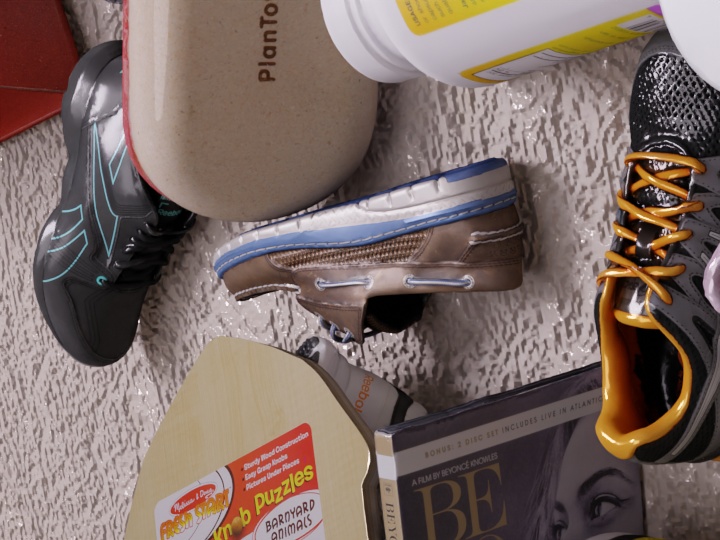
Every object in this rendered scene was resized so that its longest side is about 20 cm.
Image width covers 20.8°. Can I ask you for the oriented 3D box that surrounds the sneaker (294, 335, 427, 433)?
[{"bbox_3d":[-0.031,0.108,1.066,0.080,0.074,0.200,26,149,-11],"label":"sneaker"}]

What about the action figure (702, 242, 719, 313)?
[{"bbox_3d":[0.247,0.039,0.708,0.134,0.149,0.200,-52,50,34],"label":"action figure"}]

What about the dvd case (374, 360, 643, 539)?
[{"bbox_3d":[0.078,0.153,0.906,0.016,0.149,0.200,5,105,52],"label":"dvd case"}]

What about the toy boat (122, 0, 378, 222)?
[{"bbox_3d":[-0.063,-0.128,1.016,0.131,0.130,0.200,-128,39,-66],"label":"toy boat"}]

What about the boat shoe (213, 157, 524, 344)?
[{"bbox_3d":[0.000,0.000,1.001,0.200,0.072,0.072,-15,92,47],"label":"boat shoe"}]

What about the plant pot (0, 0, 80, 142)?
[{"bbox_3d":[-0.307,-0.171,1.200,0.200,0.200,0.176,-17,76,47],"label":"plant pot"}]

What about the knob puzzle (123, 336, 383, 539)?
[{"bbox_3d":[-0.051,0.126,0.969,0.220,0.030,0.220,-18,65,45],"label":"knob puzzle"}]

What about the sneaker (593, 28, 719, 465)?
[{"bbox_3d":[0.139,-0.007,0.850,0.078,0.077,0.200,7,105,47],"label":"sneaker"}]

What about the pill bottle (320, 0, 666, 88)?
[{"bbox_3d":[0.073,-0.141,0.860,0.200,0.104,0.104,-14,91,47],"label":"pill bottle"}]

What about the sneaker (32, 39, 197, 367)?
[{"bbox_3d":[-0.138,-0.029,1.136,0.079,0.075,0.200,27,120,36],"label":"sneaker"}]

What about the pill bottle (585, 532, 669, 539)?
[{"bbox_3d":[0.175,0.180,0.838,0.200,0.112,0.113,4,104,45],"label":"pill bottle"}]

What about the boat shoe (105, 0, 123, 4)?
[{"bbox_3d":[-0.111,-0.212,1.036,0.200,0.072,0.062,118,137,-62],"label":"boat shoe"}]

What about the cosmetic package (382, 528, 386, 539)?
[{"bbox_3d":[0.020,0.243,1.013,0.200,0.123,0.199,-8,96,48],"label":"cosmetic package"}]

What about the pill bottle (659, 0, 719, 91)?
[{"bbox_3d":[0.194,-0.110,0.670,0.111,0.200,0.111,16,113,43],"label":"pill bottle"}]
